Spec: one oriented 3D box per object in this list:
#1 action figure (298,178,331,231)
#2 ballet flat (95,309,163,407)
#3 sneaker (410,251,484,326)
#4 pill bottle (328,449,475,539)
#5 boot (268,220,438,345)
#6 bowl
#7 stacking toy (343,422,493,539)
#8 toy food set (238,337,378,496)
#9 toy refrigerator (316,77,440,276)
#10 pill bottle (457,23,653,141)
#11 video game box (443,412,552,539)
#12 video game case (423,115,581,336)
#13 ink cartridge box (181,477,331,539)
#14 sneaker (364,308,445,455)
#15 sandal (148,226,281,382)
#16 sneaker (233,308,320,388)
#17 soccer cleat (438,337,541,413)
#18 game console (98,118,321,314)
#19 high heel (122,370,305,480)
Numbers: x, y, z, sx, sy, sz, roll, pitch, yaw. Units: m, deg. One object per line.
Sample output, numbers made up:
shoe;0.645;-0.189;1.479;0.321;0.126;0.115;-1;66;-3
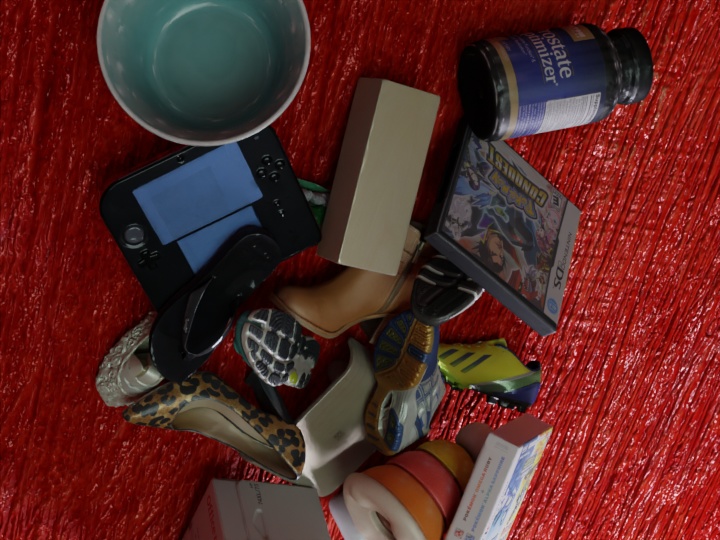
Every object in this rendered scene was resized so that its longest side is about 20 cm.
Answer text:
action figure;-0.094;-0.067;1.345;0.199;0.055;0.119;12;115;-28
ballet flat;-0.226;0.085;1.367;0.072;0.072;0.200;36;101;-33
sneaker;0.121;0.015;1.422;0.200;0.075;0.116;-53;157;-34
pill bottle;0.067;0.298;1.574;0.199;0.111;0.111;-29;124;-6
boot;0.000;0.000;1.411;0.199;0.074;0.156;13;112;-38
bowl;-0.148;-0.213;1.186;0.199;0.105;0.203;0;87;-3
stacking toy;0.090;0.256;1.480;0.200;0.146;0.147;-37;127;-26
toy food set;-0.038;0.185;1.510;0.200;0.060;0.143;-45;135;7
toy refrigerator;0.017;-0.103;1.333;0.075;0.070;0.202;11;94;-27
pill bottle;0.218;-0.213;1.356;0.198;0.112;0.113;-13;121;-16
video game box;0.164;0.274;1.485;0.183;0.047;0.200;-67;161;9
video game case;0.167;-0.053;1.386;0.200;0.182;0.025;38;142;-25
ink cartridge box;-0.138;0.378;1.491;0.145;0.147;0.201;10;125;-26
sneaker;0.064;0.124;1.456;0.088;0.075;0.201;-16;133;-41
sandal;-0.160;0.039;1.299;0.076;0.043;0.201;27;109;-31
sneaker;-0.108;0.089;1.362;0.200;0.079;0.078;57;50;-69
soccer cleat;0.147;0.117;1.547;0.199;0.065;0.084;22;84;-28
game console;-0.157;-0.057;1.280;0.199;0.031;0.178;-25;121;-2
high heel;-0.160;0.187;1.381;0.199;0.143;0.072;-8;145;-33
